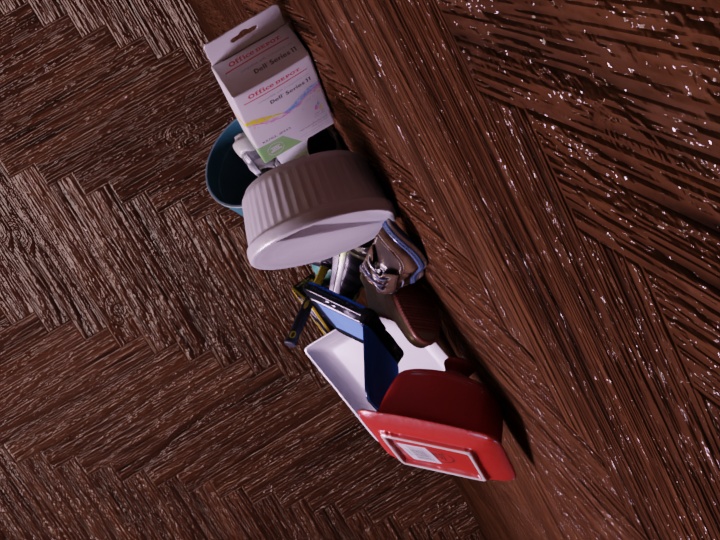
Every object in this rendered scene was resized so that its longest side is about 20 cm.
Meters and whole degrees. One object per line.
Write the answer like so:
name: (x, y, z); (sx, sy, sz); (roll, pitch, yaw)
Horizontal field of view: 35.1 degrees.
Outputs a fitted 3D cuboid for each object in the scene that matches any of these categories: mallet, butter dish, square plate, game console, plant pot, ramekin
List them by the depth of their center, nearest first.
ramekin: (-0.060, -0.080, 1.470); (0.202, 0.202, 0.095); (78, 174, -78)
butter dish: (0.120, 0.190, 1.558); (0.200, 0.199, 0.148); (58, -136, -59)
game console: (-0.010, 0.126, 1.646); (0.170, 0.119, 0.200); (24, 166, 23)
mallet: (-0.084, 0.033, 1.779); (0.066, 0.200, 0.041); (20, 146, 17)
square plate: (0.044, 0.149, 1.793); (0.198, 0.200, 0.028); (52, -153, -7)
plant pot: (-0.141, -0.158, 2.022); (0.188, 0.200, 0.200); (42, -168, -51)

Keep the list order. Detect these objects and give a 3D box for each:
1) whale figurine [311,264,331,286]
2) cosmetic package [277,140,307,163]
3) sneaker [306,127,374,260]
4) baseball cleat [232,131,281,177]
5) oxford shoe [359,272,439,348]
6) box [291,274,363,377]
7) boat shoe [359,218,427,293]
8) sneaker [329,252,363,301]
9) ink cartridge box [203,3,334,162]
whale figurine: (-0.035, -0.044, 1.937); (0.159, 0.104, 0.200); (30, -156, -30)
cosmetic package: (-0.114, -0.230, 1.698); (0.200, 0.074, 0.102); (65, -176, -84)
sneaker: (-0.026, -0.109, 1.625); (0.200, 0.075, 0.106); (59, 176, 30)
baseball cleat: (-0.137, -0.203, 1.852); (0.107, 0.070, 0.200); (60, -144, -8)
oxford shoe: (0.054, 0.048, 1.622); (0.071, 0.074, 0.200); (14, -147, -31)
box: (-0.044, 0.090, 1.920); (0.160, 0.049, 0.200); (57, 174, -10)
boat shoe: (0.041, -0.006, 1.490); (0.072, 0.072, 0.200); (48, 175, 17)
sneaker: (0.000, 0.000, 1.724); (0.072, 0.082, 0.201); (-73, -9, -50)
ink cartridge box: (-0.116, -0.240, 1.481); (0.067, 0.117, 0.200); (57, 176, 28)
